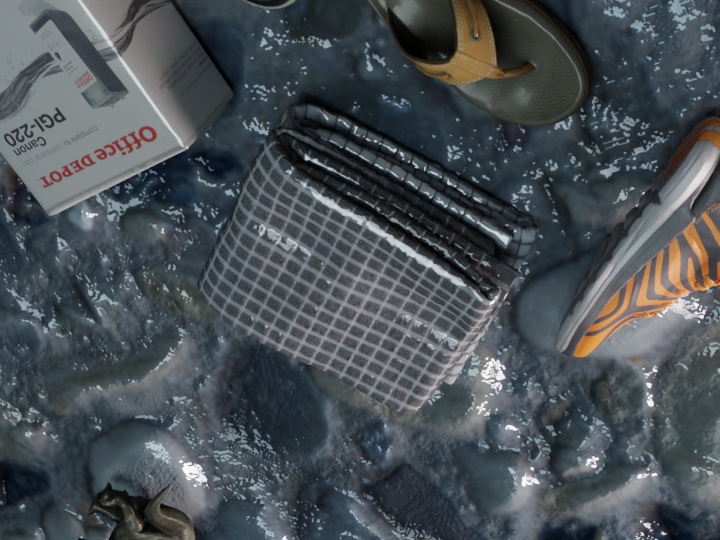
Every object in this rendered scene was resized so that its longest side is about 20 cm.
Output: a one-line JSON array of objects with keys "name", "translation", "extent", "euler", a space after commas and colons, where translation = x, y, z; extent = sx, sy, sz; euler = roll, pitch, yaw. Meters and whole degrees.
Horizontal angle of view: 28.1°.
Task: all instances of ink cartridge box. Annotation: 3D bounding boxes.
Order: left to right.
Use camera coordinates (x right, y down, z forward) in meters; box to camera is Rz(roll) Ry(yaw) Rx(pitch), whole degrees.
[{"name": "ink cartridge box", "translation": [-0.205, -0.154, 0.973], "extent": [0.146, 0.085, 0.200], "euler": [-21, 115, 34]}]

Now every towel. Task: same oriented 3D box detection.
[{"name": "towel", "translation": [0.000, 0.000, 0.995], "extent": [0.200, 0.086, 0.166], "euler": [30, 131, 1]}]

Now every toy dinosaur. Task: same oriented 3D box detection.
[{"name": "toy dinosaur", "translation": [-0.187, 0.232, 1.263], "extent": [0.102, 0.077, 0.200], "euler": [28, 126, -13]}]

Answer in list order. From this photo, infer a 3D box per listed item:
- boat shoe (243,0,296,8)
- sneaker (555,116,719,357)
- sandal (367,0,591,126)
[{"name": "boat shoe", "translation": [-0.121, -0.228, 0.898], "extent": [0.200, 0.062, 0.075], "euler": [38, 128, -8]}, {"name": "sneaker", "translation": [0.211, 0.006, 0.914], "extent": [0.112, 0.078, 0.200], "euler": [33, 130, -1]}, {"name": "sandal", "translation": [0.052, -0.155, 0.880], "extent": [0.200, 0.055, 0.082], "euler": [43, 129, -10]}]
